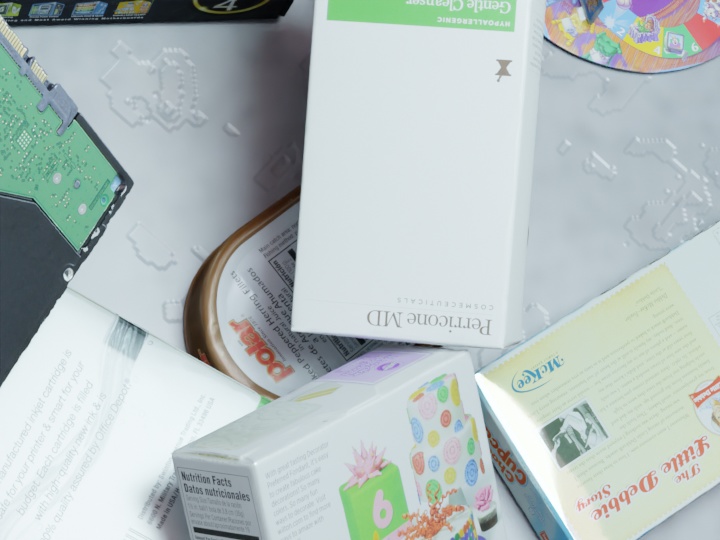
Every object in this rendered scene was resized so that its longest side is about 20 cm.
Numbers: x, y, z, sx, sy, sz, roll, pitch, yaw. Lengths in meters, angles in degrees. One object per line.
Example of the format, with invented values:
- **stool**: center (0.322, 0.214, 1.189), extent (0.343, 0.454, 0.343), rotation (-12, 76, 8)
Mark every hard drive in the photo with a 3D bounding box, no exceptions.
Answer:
- **hard drive**: center (-0.191, -0.005, 0.971), extent (0.201, 0.038, 0.140), rotation (-59, 138, -22)

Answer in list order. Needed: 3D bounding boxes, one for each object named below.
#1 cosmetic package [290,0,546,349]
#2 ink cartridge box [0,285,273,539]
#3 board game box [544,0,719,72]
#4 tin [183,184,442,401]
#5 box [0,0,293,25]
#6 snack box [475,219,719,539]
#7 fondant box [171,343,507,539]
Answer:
- **cosmetic package**: center (0.030, -0.067, 1.083), extent (0.107, 0.085, 0.202), rotation (3, 90, 9)
- **ink cartridge box**: center (-0.133, 0.099, 1.065), extent (0.199, 0.083, 0.147), rotation (31, 67, -7)
- **board game box**: center (0.158, -0.212, 1.280), extent (0.157, 0.039, 0.201), rotation (-13, 78, -21)
- **tin**: center (0.000, 0.000, 1.166), extent (0.200, 0.042, 0.112), rotation (-38, 83, -24)
- **box**: center (-0.113, -0.174, 1.114), extent (0.199, 0.161, 0.049), rotation (-3, 69, -20)
- **snack box**: center (0.158, 0.061, 1.197), extent (0.199, 0.037, 0.117), rotation (-30, 84, -24)
- **fondant box**: center (0.003, 0.151, 1.044), extent (0.144, 0.058, 0.201), rotation (-25, 110, -42)
